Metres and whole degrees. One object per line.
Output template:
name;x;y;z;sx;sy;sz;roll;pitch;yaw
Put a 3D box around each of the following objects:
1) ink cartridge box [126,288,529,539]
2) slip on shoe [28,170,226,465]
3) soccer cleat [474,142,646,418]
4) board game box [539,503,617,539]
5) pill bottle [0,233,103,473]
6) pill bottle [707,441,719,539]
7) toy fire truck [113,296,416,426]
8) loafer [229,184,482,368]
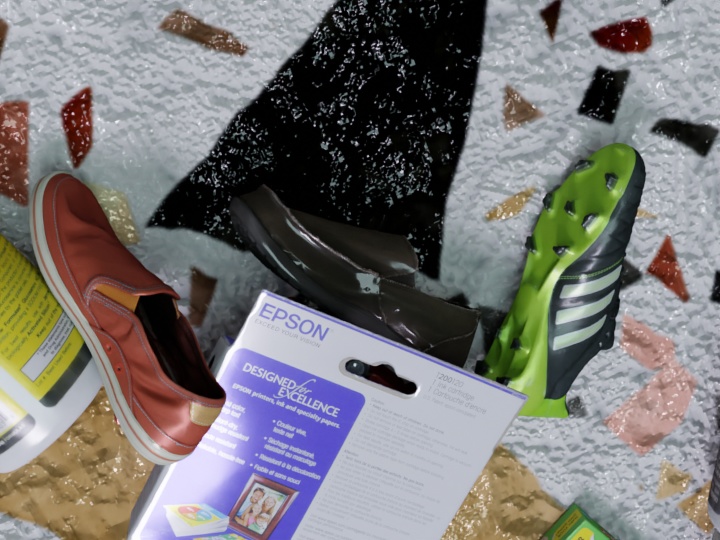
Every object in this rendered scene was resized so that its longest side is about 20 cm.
ink cartridge box;-0.022;0.121;0.926;0.197;0.043;0.201;23;109;-19
slip on shoe;-0.141;0.020;0.871;0.061;0.074;0.201;-38;70;23
soccer cleat;0.149;0.009;0.970;0.081;0.068;0.201;16;105;-33
board game box;0.141;0.289;1.069;0.134;0.029;0.200;40;97;-20
pill bottle;-0.256;0.020;0.866;0.112;0.112;0.200;-41;110;4
pill bottle;0.311;0.140;1.008;0.113;0.114;0.201;5;107;-12
toy fire truck;-0.051;0.098;0.963;0.200;0.049;0.141;38;98;-20
loafer;0.000;0.000;0.937;0.200;0.073;0.071;37;88;-24
